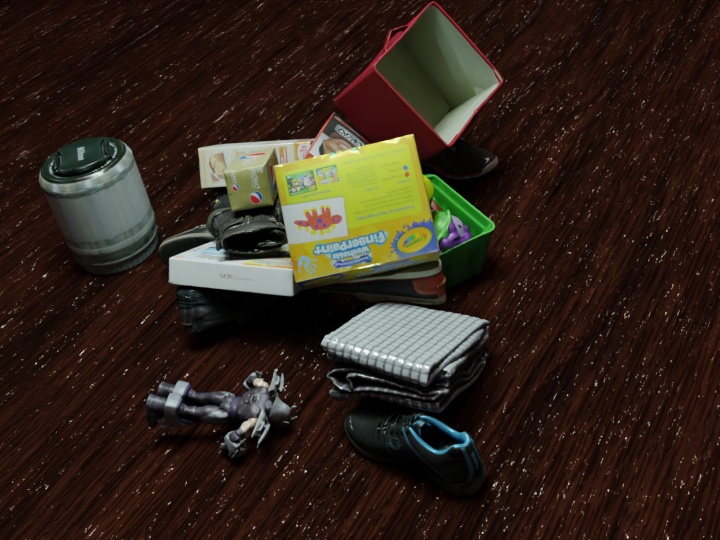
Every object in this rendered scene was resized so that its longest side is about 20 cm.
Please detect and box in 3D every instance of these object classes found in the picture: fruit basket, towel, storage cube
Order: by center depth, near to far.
[{"bbox_3d":[0.063,0.114,1.131,0.164,0.086,0.200,11,21,26],"label":"towel"},{"bbox_3d":[0.092,-0.091,1.324,0.154,0.217,0.216,-24,39,-15],"label":"fruit basket"},{"bbox_3d":[0.093,-0.300,1.448,0.171,0.200,0.180,-51,12,-21],"label":"storage cube"}]

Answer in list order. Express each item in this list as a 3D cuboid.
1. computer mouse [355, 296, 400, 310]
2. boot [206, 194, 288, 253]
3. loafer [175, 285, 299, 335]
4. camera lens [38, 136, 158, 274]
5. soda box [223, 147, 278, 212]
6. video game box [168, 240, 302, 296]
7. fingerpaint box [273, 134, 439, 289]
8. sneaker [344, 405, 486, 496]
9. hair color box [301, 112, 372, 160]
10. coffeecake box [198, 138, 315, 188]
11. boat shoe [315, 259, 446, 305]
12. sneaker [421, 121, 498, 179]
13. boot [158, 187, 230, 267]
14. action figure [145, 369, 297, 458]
[{"bbox_3d":[0.000,0.000,1.319,0.058,0.034,0.201,-39,66,5],"label":"computer mouse"},{"bbox_3d":[-0.137,-0.063,1.324,0.198,0.070,0.174,-14,17,-18],"label":"boot"},{"bbox_3d":[-0.183,0.049,1.329,0.198,0.073,0.073,-7,13,-24],"label":"loafer"},{"bbox_3d":[-0.447,-0.115,1.498,0.158,0.201,0.161,-8,37,6],"label":"camera lens"},{"bbox_3d":[-0.171,-0.149,1.400,0.067,0.065,0.200,-10,15,2],"label":"soda box"},{"bbox_3d":[-0.160,-0.009,1.320,0.198,0.047,0.182,5,16,16],"label":"video game box"},{"bbox_3d":[-0.004,-0.078,1.197,0.198,0.073,0.168,-13,80,3],"label":"fingerpaint box"},{"bbox_3d":[0.063,0.197,1.057,0.199,0.082,0.073,15,47,33],"label":"sneaker"},{"bbox_3d":[-0.039,-0.181,1.439,0.101,0.061,0.200,35,29,-10],"label":"hair color box"},{"bbox_3d":[-0.176,-0.196,1.575,0.198,0.074,0.154,-3,10,5],"label":"coffeecake box"},{"bbox_3d":[0.026,0.021,1.252,0.198,0.063,0.071,-3,29,18],"label":"boat shoe"},{"bbox_3d":[0.155,-0.224,1.575,0.199,0.082,0.077,17,46,33],"label":"sneaker"},{"bbox_3d":[-0.246,-0.076,1.500,0.198,0.074,0.151,-15,36,-2],"label":"boot"},{"bbox_3d":[-0.178,0.184,1.157,0.198,0.070,0.130,3,32,12],"label":"action figure"}]
